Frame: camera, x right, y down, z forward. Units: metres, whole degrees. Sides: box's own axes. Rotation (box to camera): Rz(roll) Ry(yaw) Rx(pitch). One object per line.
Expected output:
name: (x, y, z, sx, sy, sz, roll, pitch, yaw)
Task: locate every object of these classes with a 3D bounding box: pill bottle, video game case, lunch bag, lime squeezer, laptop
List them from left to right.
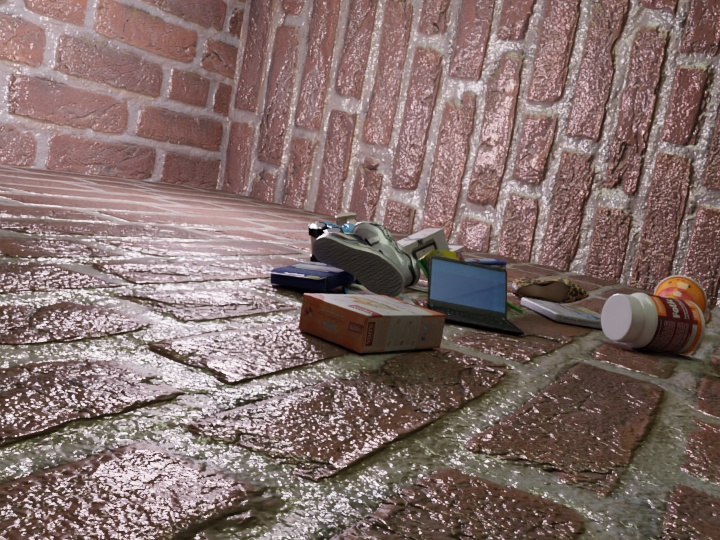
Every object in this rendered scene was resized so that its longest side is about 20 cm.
video game case: (0.037, 0.057, 1.574, 0.139, 0.018, 0.200, 11, 7, -6)
lunch bag: (0.259, 0.005, 1.970, 0.157, 0.078, 0.199, -3, 3, -25)
laptop: (0.230, 0.047, 1.618, 0.173, 0.106, 0.200, 10, 7, -6)
lime squeezer: (0.334, 0.071, 1.936, 0.070, 0.038, 0.200, 42, 3, -6)
video game case: (0.507, 0.106, 1.940, 0.177, 0.023, 0.200, 10, 6, -14)
pill bottle: (0.612, 0.109, 1.689, 0.195, 0.117, 0.114, 8, 7, -24)

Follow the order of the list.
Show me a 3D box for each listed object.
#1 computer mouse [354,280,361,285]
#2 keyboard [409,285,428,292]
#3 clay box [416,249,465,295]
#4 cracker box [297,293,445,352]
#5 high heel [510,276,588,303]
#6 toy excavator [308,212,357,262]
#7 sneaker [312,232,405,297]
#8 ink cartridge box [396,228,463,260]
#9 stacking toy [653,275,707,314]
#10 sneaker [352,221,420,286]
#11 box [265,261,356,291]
computer mouse: (0.000, 0.000, 1.783, 0.195, 0.054, 0.139, 10, 28, -16)
keyboard: (0.150, 0.044, 1.917, 0.196, 0.011, 0.056, 14, 2, 19)
clay box: (0.198, 0.016, 1.766, 0.116, 0.047, 0.199, 61, 21, 14)
cracker box: (0.020, 0.077, 1.220, 0.132, 0.059, 0.198, 16, 9, 39)
high heel: (0.503, 0.060, 2.148, 0.196, 0.073, 0.142, 12, 13, 23)
toy excavator: (-0.045, -0.083, 1.977, 0.197, 0.102, 0.193, -19, 26, -36)
sneaker: (0.005, -0.021, 1.591, 0.197, 0.080, 0.079, 29, 21, 6)
ink cartridge box: (0.143, -0.052, 1.990, 0.196, 0.069, 0.116, -24, 10, -16)
stacking toy: (0.831, 0.108, 2.142, 0.144, 0.150, 0.199, 15, 25, 32)
sneaker: (0.031, -0.033, 1.719, 0.114, 0.076, 0.200, -14, 48, -46)
box: (-0.098, 0.012, 1.598, 0.118, 0.033, 0.199, 7, 8, 20)
